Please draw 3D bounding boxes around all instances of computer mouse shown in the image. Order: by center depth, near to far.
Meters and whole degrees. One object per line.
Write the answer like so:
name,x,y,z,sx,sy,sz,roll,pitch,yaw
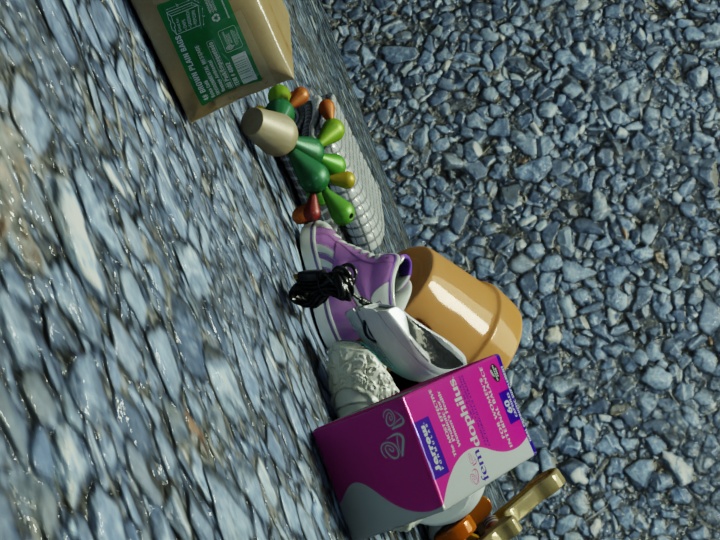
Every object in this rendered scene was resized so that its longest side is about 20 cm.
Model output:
computer mouse,0.022,0.060,1.352,0.199,0.109,0.044,36,66,-27

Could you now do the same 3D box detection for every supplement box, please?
supplement box,0.060,0.152,1.248,0.199,0.102,0.103,-16,84,-58

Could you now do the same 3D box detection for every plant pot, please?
plant pot,0.078,0.066,1.718,0.140,0.199,0.201,47,14,-25

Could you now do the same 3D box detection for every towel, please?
towel,-0.041,-0.118,1.754,0.201,0.085,0.167,-95,160,-66

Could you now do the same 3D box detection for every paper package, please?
paper package,-0.142,-0.260,1.216,0.191,0.102,0.202,-98,166,-62

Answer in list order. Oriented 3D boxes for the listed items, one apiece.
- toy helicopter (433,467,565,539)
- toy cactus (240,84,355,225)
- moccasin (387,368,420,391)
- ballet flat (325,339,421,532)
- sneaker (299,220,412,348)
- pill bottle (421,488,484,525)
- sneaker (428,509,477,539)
toy helicopter,0.148,0.282,1.563,0.079,0.199,0.132,56,-29,2
toy cactus,-0.077,-0.134,1.536,0.164,0.101,0.202,24,43,-54
moccasin,0.034,0.126,1.458,0.077,0.074,0.201,37,1,-23
ballet flat,0.017,0.163,1.350,0.072,0.071,0.202,-95,161,-72
sneaker,0.000,0.001,1.534,0.202,0.113,0.073,-107,170,-52
pill bottle,0.081,0.209,1.521,0.200,0.110,0.112,-30,98,-84
sneaker,0.110,0.291,1.699,0.200,0.075,0.082,80,-9,-72
